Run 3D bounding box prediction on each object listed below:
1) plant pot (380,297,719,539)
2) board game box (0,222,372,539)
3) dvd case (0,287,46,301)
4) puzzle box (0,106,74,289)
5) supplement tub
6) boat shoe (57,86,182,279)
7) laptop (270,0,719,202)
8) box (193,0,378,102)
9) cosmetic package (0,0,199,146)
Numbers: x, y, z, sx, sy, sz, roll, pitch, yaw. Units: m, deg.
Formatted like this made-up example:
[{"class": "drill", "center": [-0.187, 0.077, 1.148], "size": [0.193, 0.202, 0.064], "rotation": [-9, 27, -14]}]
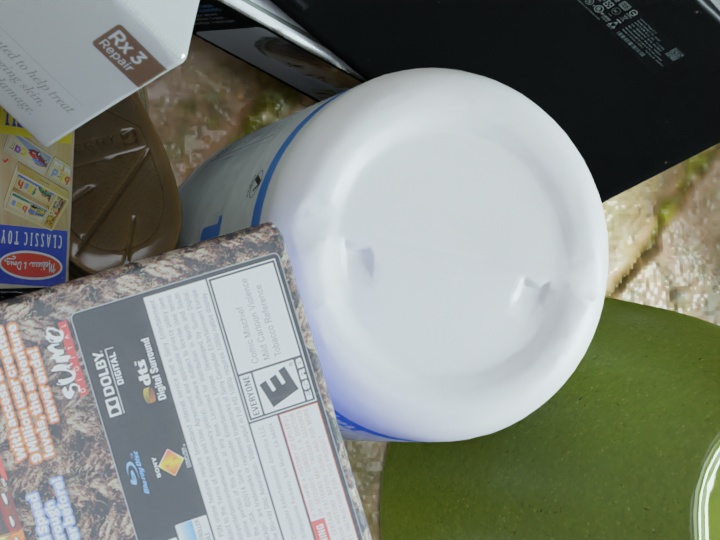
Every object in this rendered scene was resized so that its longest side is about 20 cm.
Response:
[{"class": "plant pot", "center": [0.127, 0.098, 0.901], "size": [0.186, 0.200, 0.189], "rotation": [1, 86, -19]}, {"class": "board game box", "center": [-0.106, 0.091, 0.722], "size": [0.199, 0.097, 0.161], "rotation": [-16, 90, -19]}, {"class": "dvd case", "center": [-0.180, 0.043, 0.832], "size": [0.198, 0.143, 0.018], "rotation": [-2, 67, -19]}, {"class": "puzzle box", "center": [-0.168, -0.062, 0.764], "size": [0.199, 0.025, 0.134], "rotation": [5, 87, -58]}, {"class": "supplement tub", "center": [0.000, 0.000, 0.865], "size": [0.131, 0.200, 0.133], "rotation": [2, 85, -19]}, {"class": "boat shoe", "center": [-0.122, -0.080, 0.902], "size": [0.071, 0.065, 0.201], "rotation": [-10, 73, -13]}, {"class": "laptop", "center": [0.092, -0.144, 0.865], "size": [0.187, 0.199, 0.117], "rotation": [37, 41, -32]}, {"class": "box", "center": [0.018, -0.121, 0.923], "size": [0.199, 0.060, 0.117], "rotation": [25, 78, -35]}, {"class": "cosmetic package", "center": [-0.103, -0.150, 0.794], "size": [0.102, 0.074, 0.201], "rotation": [45, 34, -28]}]
